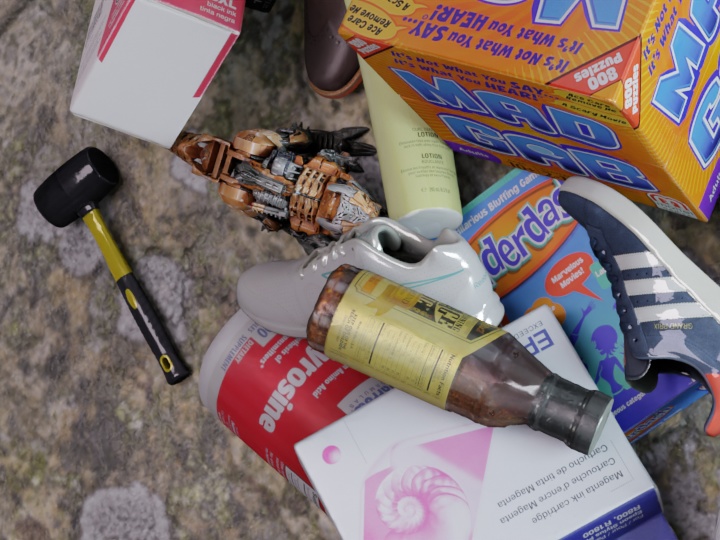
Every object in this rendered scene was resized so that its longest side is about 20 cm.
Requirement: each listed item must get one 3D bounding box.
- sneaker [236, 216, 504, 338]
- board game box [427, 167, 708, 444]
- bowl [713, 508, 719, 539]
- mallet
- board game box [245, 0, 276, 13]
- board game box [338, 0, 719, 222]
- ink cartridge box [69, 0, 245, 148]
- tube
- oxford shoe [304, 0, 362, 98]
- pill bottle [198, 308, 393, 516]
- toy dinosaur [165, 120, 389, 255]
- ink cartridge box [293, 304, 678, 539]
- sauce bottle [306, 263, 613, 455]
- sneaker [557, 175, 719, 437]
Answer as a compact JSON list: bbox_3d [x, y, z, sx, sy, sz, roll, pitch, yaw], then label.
[{"bbox_3d":[0.000,0.000,1.525,0.200,0.070,0.080,1,128,30],"label":"sneaker"},{"bbox_3d":[0.138,0.029,1.539,0.152,0.045,0.200,-38,67,22],"label":"board game box"},{"bbox_3d":[0.278,0.185,1.368,0.200,0.094,0.201,18,112,52],"label":"bowl"},{"bbox_3d":[-0.194,0.004,1.744,0.066,0.041,0.201,-29,75,24],"label":"mallet"},{"bbox_3d":[-0.038,-0.295,1.599,0.200,0.028,0.136,129,150,-51],"label":"board game box"},{"bbox_3d":[0.144,-0.179,1.441,0.199,0.200,0.201,18,79,30],"label":"board game box"},{"bbox_3d":[-0.135,-0.215,1.622,0.145,0.084,0.200,128,155,-49],"label":"ink cartridge box"},{"bbox_3d":[0.032,-0.121,1.580,0.052,0.058,0.201,-18,64,21],"label":"tube"},{"bbox_3d":[-0.019,-0.227,1.639,0.071,0.072,0.201,6,88,31],"label":"oxford shoe"},{"bbox_3d":[-0.011,0.109,1.580,0.200,0.112,0.112,38,104,27],"label":"pill bottle"},{"bbox_3d":[-0.059,-0.071,1.611,0.200,0.136,0.102,45,108,26],"label":"toy dinosaur"},{"bbox_3d":[0.086,0.154,1.465,0.196,0.043,0.200,-30,70,-2],"label":"ink cartridge box"},{"bbox_3d":[0.065,0.060,1.444,0.199,0.066,0.066,24,98,10],"label":"sauce bottle"},{"bbox_3d":[0.183,0.025,1.444,0.085,0.075,0.200,-45,66,2],"label":"sneaker"}]
